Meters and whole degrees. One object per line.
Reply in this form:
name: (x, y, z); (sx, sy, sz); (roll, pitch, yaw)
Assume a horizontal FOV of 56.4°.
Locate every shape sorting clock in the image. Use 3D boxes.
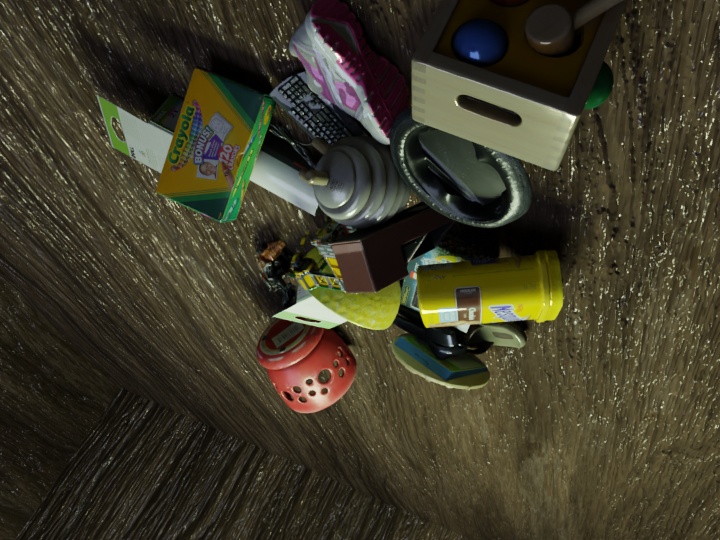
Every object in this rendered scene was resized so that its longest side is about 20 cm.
shape sorting clock: (0.154, 0.175, 1.303); (0.199, 0.039, 0.200); (19, -165, -5)

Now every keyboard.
keyboard: (-0.059, -0.197, 0.998); (0.127, 0.021, 0.200); (-25, 122, 40)

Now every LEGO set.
LEGO set: (-0.032, -0.062, 1.054); (0.153, 0.200, 0.116); (18, 146, 47)

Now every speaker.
speaker: (-0.139, -0.168, 1.085); (0.199, 0.081, 0.081); (30, 153, 1)

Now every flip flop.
flip flop: (0.221, 0.129, 1.263); (0.199, 0.058, 0.081); (0, 141, 49)

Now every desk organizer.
desk organizer: (0.058, -0.039, 0.973); (0.072, 0.199, 0.077); (-4, 108, 50)

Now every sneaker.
sneaker: (-0.013, -0.243, 0.853); (0.088, 0.081, 0.200); (-7, 127, 51)

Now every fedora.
fedora: (0.136, -0.149, 0.844); (0.200, 0.092, 0.201); (24, 150, 15)

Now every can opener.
can opener: (0.129, 0.110, 1.292); (0.200, 0.063, 0.079); (27, 130, 54)

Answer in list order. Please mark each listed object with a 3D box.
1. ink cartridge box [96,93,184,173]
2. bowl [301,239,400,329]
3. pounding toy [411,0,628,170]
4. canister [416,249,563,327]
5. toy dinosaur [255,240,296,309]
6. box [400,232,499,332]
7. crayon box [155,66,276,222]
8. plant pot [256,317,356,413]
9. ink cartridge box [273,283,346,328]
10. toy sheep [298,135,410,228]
ink cartridge box: (-0.340, -0.237, 1.167); (0.199, 0.076, 0.148); (28, 153, 5)
bowl: (0.000, 0.000, 1.181); (0.200, 0.200, 0.108); (32, 110, -5)
pounding toy: (0.174, -0.219, 0.624); (0.199, 0.185, 0.142); (23, 164, 12)
canister: (0.188, 0.032, 1.001); (0.199, 0.087, 0.149); (-5, 163, 8)
toy dinosaur: (-0.173, -0.003, 1.392); (0.136, 0.102, 0.200); (42, 176, 11)
box: (0.146, 0.016, 1.150); (0.136, 0.038, 0.200); (24, 146, 11)
crayon box: (-0.218, -0.188, 1.015); (0.118, 0.201, 0.058); (24, -167, 10)
plant pot: (-0.134, 0.203, 1.586); (0.200, 0.201, 0.183); (1, 133, 42)
ink cartridge box: (-0.067, 0.064, 1.350); (0.145, 0.048, 0.200); (16, 157, -32)
toy sheep: (-0.006, -0.122, 0.919); (0.137, 0.199, 0.139); (7, 101, 42)
